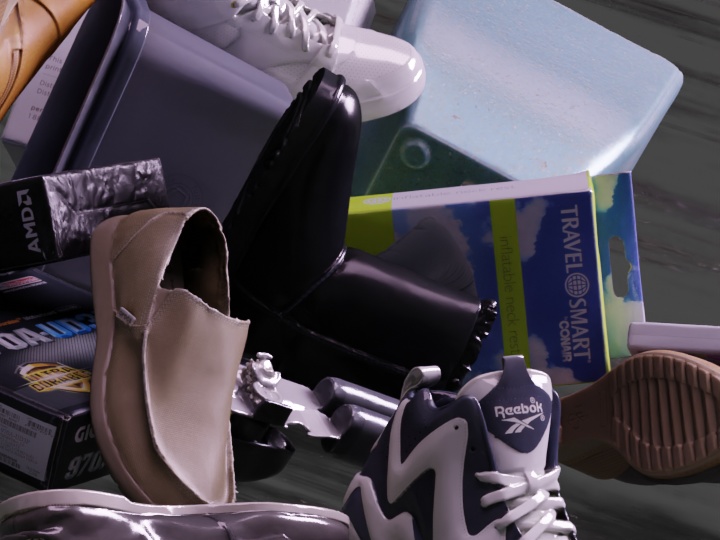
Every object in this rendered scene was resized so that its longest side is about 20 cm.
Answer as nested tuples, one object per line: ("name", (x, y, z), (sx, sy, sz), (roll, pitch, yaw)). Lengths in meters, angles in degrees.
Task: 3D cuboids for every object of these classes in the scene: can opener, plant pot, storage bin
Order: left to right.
("storage bin", (-0.132, -0.063, 1.832), (0.134, 0.200, 0.146), (23, 12, -16))
("can opener", (-0.014, 0.091, 1.627), (0.200, 0.067, 0.053), (16, 26, -33))
("plant pot", (0.078, -0.065, 1.998), (0.196, 0.197, 0.200), (28, 30, 0))

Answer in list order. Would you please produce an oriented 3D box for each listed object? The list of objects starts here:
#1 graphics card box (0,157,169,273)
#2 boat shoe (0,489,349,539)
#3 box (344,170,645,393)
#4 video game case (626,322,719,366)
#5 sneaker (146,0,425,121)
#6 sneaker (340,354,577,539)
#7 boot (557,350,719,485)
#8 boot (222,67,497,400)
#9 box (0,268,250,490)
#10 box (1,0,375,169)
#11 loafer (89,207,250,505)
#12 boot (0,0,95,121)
("graphics card box", (-0.220, -0.019, 1.659), (0.200, 0.051, 0.125), (-9, 2, 29))
("boat shoe", (-0.087, 0.140, 1.404), (0.200, 0.057, 0.067), (8, -19, -40))
("box", (0.067, 0.011, 1.753), (0.200, 0.122, 0.048), (-6, 16, 5))
("video game case", (0.246, 0.074, 1.773), (0.143, 0.018, 0.200), (2, -19, 16))
("sneaker", (-0.057, -0.158, 1.870), (0.200, 0.116, 0.074), (4, 43, 2))
("sneaker", (0.080, 0.114, 1.493), (0.079, 0.130, 0.199), (1, 21, -41))
("boot", (0.211, 0.092, 1.721), (0.166, 0.072, 0.200), (8, -9, -32))
("boot", (0.000, 0.000, 1.673), (0.162, 0.198, 0.073), (27, 25, -7))
("box", (-0.173, 0.057, 1.605), (0.159, 0.046, 0.200), (22, 16, 24))
("box", (-0.112, -0.133, 1.997), (0.199, 0.200, 0.131), (16, -12, 6))
("loafer", (-0.095, 0.045, 1.522), (0.076, 0.067, 0.200), (26, 41, -46))
("boot", (-0.221, -0.122, 1.760), (0.071, 0.144, 0.201), (28, 25, 10))
